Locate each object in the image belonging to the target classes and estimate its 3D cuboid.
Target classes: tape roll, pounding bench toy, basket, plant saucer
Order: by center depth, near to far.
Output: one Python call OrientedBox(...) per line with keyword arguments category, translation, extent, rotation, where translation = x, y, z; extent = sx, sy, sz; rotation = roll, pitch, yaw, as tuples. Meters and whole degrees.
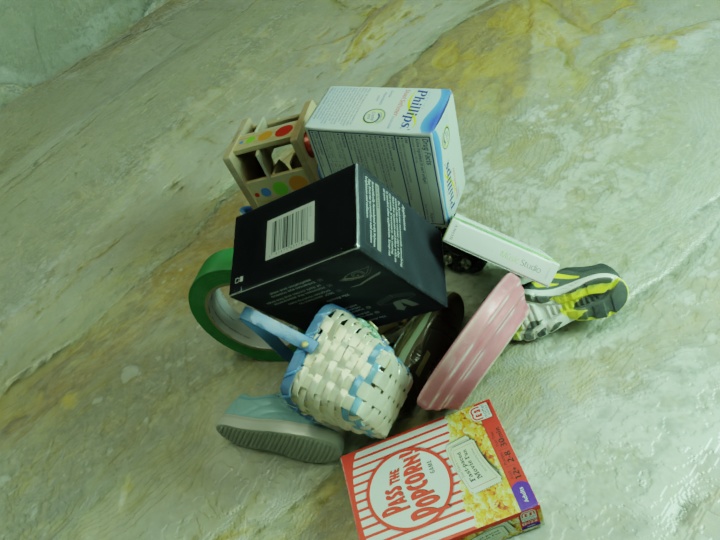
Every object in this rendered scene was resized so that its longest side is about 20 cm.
OrientedBox(category="plant saucer", translation=(0.146, 0.097, 0.827), extent=(0.051, 0.201, 0.201), rotation=(35, 62, 13))
OrientedBox(category="basket", translation=(-0.043, 0.118, 0.836), extent=(0.199, 0.176, 0.140), rotation=(18, 72, 24))
OrientedBox(category="tape roll", translation=(-0.152, 0.054, 0.990), extent=(0.199, 0.201, 0.048), rotation=(-3, 44, 23))
OrientedBox(category="pounding bench toy", translation=(-0.117, -0.218, 1.164), extent=(0.155, 0.125, 0.201), rotation=(-11, 40, 21))

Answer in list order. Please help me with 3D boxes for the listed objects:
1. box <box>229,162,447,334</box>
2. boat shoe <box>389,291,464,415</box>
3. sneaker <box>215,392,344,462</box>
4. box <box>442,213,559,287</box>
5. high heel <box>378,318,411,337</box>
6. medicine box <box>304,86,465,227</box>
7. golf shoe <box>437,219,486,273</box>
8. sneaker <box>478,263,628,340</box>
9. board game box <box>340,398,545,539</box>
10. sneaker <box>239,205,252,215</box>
OrientedBox(category="box", translation=(-0.025, -0.011, 0.842), extent=(0.196, 0.200, 0.118), rotation=(-19, 58, 31))
OrientedBox(category="boat shoe", translation=(0.072, 0.105, 0.934), extent=(0.076, 0.072, 0.200), rotation=(4, 46, 45))
OrientedBox(category="sneaker", translation=(-0.103, 0.199, 0.905), extent=(0.199, 0.074, 0.082), rotation=(5, 49, 28))
OrientedBox(category="box", translation=(0.186, -0.033, 0.910), extent=(0.144, 0.036, 0.200), rotation=(24, 9, 6))
OrientedBox(category="high heel", translation=(0.004, 0.096, 0.932), extent=(0.200, 0.071, 0.143), rotation=(-29, 20, 48))
OrientedBox(category="medicine box", translation=(0.043, -0.172, 1.011), extent=(0.199, 0.183, 0.103), rotation=(8, 53, 22))
OrientedBox(category="golf shoe", translation=(0.136, -0.069, 1.085), extent=(0.200, 0.077, 0.088), rotation=(37, 37, 30))
OrientedBox(category="sneaker", translation=(0.263, 0.041, 0.921), extent=(0.199, 0.075, 0.085), rotation=(-11, 16, 22))
OrientedBox(category="board game box", translation=(0.088, 0.253, 0.774), extent=(0.199, 0.046, 0.152), rotation=(-22, 39, 1))
OrientedBox(category="sneaker", translation=(-0.141, -0.133, 1.235), extent=(0.200, 0.082, 0.074), rotation=(-38, 19, 19))
